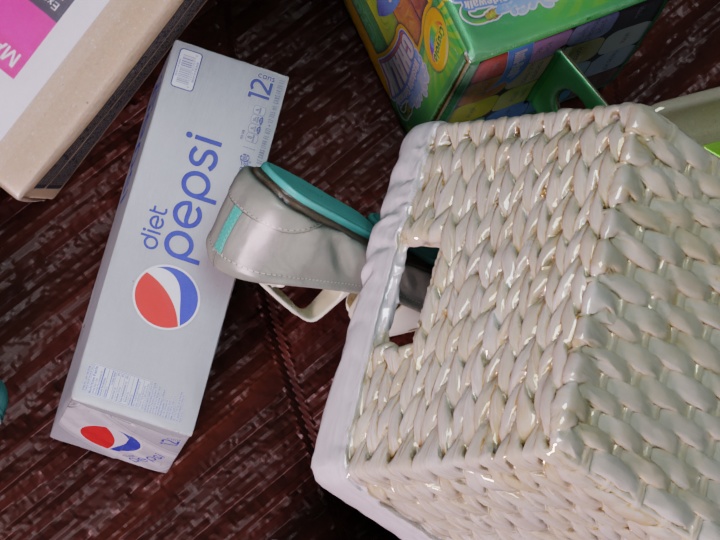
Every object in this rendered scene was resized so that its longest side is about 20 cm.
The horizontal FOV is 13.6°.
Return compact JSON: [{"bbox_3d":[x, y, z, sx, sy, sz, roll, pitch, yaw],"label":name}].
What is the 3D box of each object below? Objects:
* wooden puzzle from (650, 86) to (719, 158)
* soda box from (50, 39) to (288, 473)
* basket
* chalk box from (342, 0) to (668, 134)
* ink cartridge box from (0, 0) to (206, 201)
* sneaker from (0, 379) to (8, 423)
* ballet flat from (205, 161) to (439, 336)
[{"bbox_3d":[0.260,-0.016,1.595,0.184,0.037,0.201,-14,74,-18],"label":"wooden puzzle"},{"bbox_3d":[-0.094,-0.007,1.491,0.063,0.068,0.201,18,67,-8],"label":"soda box"},{"bbox_3d":[0.112,0.046,1.429,0.200,0.160,0.199,33,62,-34],"label":"basket"},{"bbox_3d":[0.070,-0.147,1.553,0.123,0.124,0.201,-20,74,-20],"label":"chalk box"},{"bbox_3d":[-0.187,-0.157,1.487,0.200,0.075,0.165,38,95,3],"label":"ink cartridge box"},{"bbox_3d":[-0.233,-0.005,1.456,0.200,0.071,0.080,42,71,6],"label":"sneaker"},{"bbox_3d":[0.000,0.000,1.494,0.067,0.200,0.064,42,105,43],"label":"ballet flat"}]
